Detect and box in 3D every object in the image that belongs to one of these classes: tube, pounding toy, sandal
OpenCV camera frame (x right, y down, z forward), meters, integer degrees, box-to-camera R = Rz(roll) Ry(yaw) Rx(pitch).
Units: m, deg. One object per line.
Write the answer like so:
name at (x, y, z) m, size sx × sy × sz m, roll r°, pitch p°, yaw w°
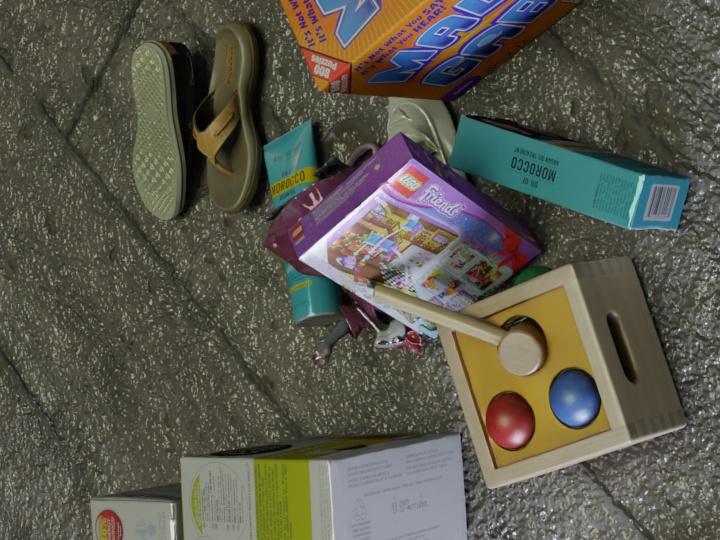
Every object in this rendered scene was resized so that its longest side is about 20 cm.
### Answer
tube at (-0.057, -0.045, 1.734) m, size 0.077 × 0.050 × 0.201 m, roll -22°, pitch 71°, yaw 37°
pounding toy at (0.145, 0.075, 1.495) m, size 0.183 × 0.142 × 0.201 m, roll -25°, pitch 79°, yaw 38°
sandal at (-0.145, -0.160, 1.788) m, size 0.080 × 0.054 × 0.202 m, roll 5°, pitch 94°, yaw 49°

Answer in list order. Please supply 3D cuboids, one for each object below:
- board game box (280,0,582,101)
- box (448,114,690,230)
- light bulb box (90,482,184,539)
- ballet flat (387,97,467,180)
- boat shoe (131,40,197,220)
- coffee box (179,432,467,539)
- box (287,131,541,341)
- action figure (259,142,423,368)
board game box at (0.054, -0.291, 1.527) m, size 0.200 × 0.199 × 0.201 m, roll -36°, pitch 70°, yaw 35°
box at (0.181, -0.086, 1.503) m, size 0.199 × 0.082 × 0.050 m, roll 23°, pitch 104°, yaw 37°
light bulb box at (-0.152, 0.314, 1.722) m, size 0.124 × 0.199 × 0.200 m, roll -5°, pitch 89°, yaw 40°
ballet flat at (0.061, -0.097, 1.615) m, size 0.069 × 0.069 × 0.201 m, roll -30°, pitch 72°, yaw 37°
boat shoe at (-0.205, -0.151, 1.844) m, size 0.074 × 0.062 × 0.201 m, roll 15°, pitch 116°, yaw 34°
coffee box at (-0.032, 0.263, 1.619) m, size 0.197 × 0.199 × 0.202 m, roll -4°, pitch 89°, yaw 40°
box at (0.050, -0.026, 1.522) m, size 0.137 × 0.200 × 0.039 m, roll -40°, pitch 46°, yaw 18°
action figure at (0.000, 0.000, 1.666) m, size 0.200 × 0.149 × 0.134 m, roll 50°, pitch 135°, yaw 5°
